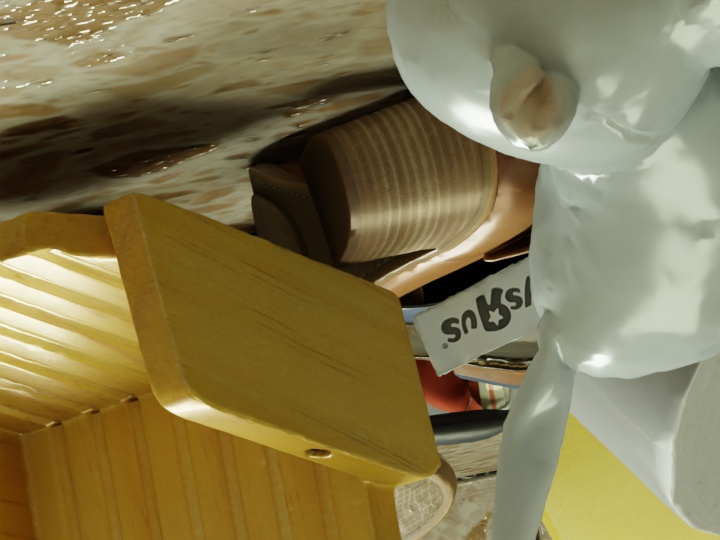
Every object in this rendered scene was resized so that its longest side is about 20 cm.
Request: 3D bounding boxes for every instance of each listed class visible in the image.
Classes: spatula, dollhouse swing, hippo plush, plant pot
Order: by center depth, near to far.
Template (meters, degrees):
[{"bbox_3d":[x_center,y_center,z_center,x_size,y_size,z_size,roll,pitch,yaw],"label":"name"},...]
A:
[{"bbox_3d":[0.066,-0.064,0.684,0.200,0.160,0.161,-29,137,13],"label":"hippo plush"},{"bbox_3d":[-0.091,0.101,0.974,0.200,0.176,0.181,-18,153,39],"label":"dollhouse swing"},{"bbox_3d":[-0.017,0.086,1.260,0.199,0.021,0.057,-14,172,-18],"label":"spatula"},{"bbox_3d":[0.220,0.127,1.983,0.199,0.177,0.200,-15,171,23],"label":"plant pot"}]

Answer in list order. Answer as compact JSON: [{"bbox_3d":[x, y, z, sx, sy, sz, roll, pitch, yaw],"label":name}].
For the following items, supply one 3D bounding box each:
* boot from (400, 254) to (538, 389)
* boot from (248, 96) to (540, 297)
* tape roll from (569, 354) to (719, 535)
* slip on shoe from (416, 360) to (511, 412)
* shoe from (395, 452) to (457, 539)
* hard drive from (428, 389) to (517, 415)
[{"bbox_3d":[0.000,0.000,1.182,0.199,0.075,0.097,2,154,2],"label":"boot"},{"bbox_3d":[0.044,-0.031,1.036,0.155,0.077,0.200,-14,166,-16],"label":"boot"},{"bbox_3d":[0.159,-0.005,0.960,0.200,0.066,0.201,-31,146,-24],"label":"tape roll"},{"bbox_3d":[0.029,0.034,1.360,0.061,0.074,0.200,-3,-175,-17],"label":"slip on shoe"},{"bbox_3d":[-0.046,0.114,1.353,0.199,0.054,0.070,-20,137,23],"label":"shoe"},{"bbox_3d":[-0.014,0.063,1.532,0.132,0.027,0.200,-5,-175,-41],"label":"hard drive"}]
